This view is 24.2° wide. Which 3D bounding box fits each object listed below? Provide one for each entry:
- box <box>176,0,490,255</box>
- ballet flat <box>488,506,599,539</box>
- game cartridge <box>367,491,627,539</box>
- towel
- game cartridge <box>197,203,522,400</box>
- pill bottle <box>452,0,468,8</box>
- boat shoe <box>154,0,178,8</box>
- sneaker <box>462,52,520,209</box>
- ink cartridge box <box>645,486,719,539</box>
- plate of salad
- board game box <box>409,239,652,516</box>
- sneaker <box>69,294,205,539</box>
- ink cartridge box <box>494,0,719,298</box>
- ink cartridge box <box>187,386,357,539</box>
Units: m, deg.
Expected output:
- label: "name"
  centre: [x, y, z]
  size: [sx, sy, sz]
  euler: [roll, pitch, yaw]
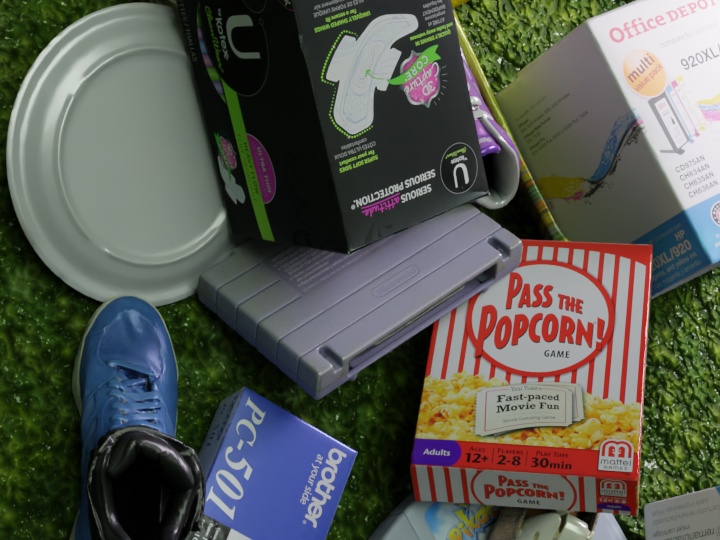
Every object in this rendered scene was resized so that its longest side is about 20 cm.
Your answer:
- label: "box"
  centre: [-0.022, -0.129, 1.086]
  size: [0.123, 0.148, 0.202]
  euler: [-22, 107, -31]
- label: "ballet flat"
  centre: [0.136, 0.162, 1.145]
  size: [0.068, 0.067, 0.202]
  euler: [30, 61, -15]
- label: "game cartridge"
  centre: [0.094, 0.196, 1.171]
  size: [0.199, 0.040, 0.134]
  euler: [-29, 83, -33]
- label: "towel"
  centre: [0.112, -0.101, 1.260]
  size: [0.018, 0.086, 0.202]
  euler: [-25, 84, 1]
- label: "game cartridge"
  centre: [0.000, 0.000, 1.157]
  size: [0.199, 0.039, 0.129]
  euler: [-31, 50, -32]
- label: "pill bottle"
  centre: [0.066, -0.259, 1.276]
  size: [0.199, 0.109, 0.110]
  euler: [-30, 87, -33]
- label: "boat shoe"
  centre: [-0.102, -0.161, 1.182]
  size: [0.069, 0.071, 0.201]
  euler: [-41, 100, -13]
- label: "sneaker"
  centre: [0.057, -0.129, 1.175]
  size: [0.072, 0.114, 0.201]
  euler: [-36, 123, 0]
- label: "ink cartridge box"
  centre: [0.300, 0.260, 1.165]
  size: [0.144, 0.147, 0.202]
  euler: [17, 63, -35]
- label: "plate of salad"
  centre: [-0.148, -0.077, 1.122]
  size: [0.198, 0.048, 0.203]
  euler: [-4, 96, -35]
- label: "board game box"
  centre: [0.122, 0.068, 1.154]
  size: [0.149, 0.047, 0.202]
  euler: [2, 50, 11]
- label: "sneaker"
  centre: [-0.136, 0.100, 1.038]
  size: [0.076, 0.111, 0.202]
  euler: [15, 66, -22]
- label: "ink cartridge box"
  centre: [0.228, -0.094, 1.280]
  size: [0.146, 0.145, 0.202]
  euler: [-23, 83, -31]
- label: "ink cartridge box"
  centre: [-0.080, 0.186, 1.075]
  size: [0.093, 0.044, 0.202]
  euler: [30, 61, -17]
